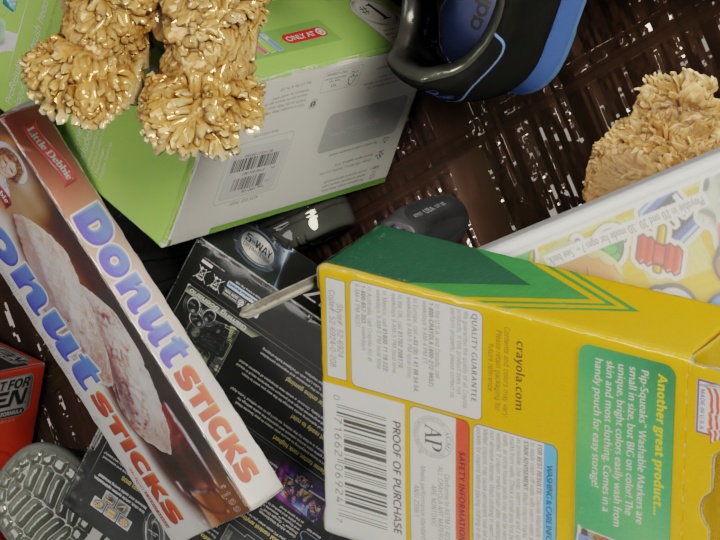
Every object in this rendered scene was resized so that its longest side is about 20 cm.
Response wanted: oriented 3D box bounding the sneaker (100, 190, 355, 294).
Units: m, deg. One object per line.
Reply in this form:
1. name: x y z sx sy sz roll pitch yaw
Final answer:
1. sneaker: -0.094 -0.042 1.326 0.200 0.060 0.104 -17 89 42

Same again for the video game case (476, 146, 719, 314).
1. video game case: 0.134 0.053 1.118 0.200 0.023 0.182 -23 97 39

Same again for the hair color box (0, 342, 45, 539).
1. hair color box: -0.232 0.128 1.458 0.101 0.061 0.200 24 111 34

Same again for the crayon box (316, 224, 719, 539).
1. crayon box: 0.080 0.066 1.115 0.200 0.052 0.126 15 119 30

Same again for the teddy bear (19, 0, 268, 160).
1. teddy bear: -0.065 -0.142 1.116 0.145 0.067 0.200 33 86 25

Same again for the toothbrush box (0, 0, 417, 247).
1. toothbrush box: -0.091 -0.111 1.255 0.200 0.146 0.086 40 127 27

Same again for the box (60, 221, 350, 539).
1. box: -0.017 0.095 1.255 0.200 0.044 0.160 34 117 10

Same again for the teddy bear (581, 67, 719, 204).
1. teddy bear: 0.186 -0.007 1.114 0.200 0.067 0.145 6 110 32

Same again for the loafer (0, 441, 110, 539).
1. loafer: -0.087 0.154 1.349 0.200 0.070 0.075 46 105 9

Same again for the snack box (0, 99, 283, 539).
1. snack box: -0.111 0.024 1.221 0.200 0.024 0.072 58 144 -2

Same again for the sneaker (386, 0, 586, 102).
1. sneaker: 0.065 -0.161 1.128 0.070 0.078 0.200 25 111 34

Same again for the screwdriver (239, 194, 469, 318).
1. screwdriver: 0.000 0.000 1.171 0.028 0.200 0.029 -35 90 28
